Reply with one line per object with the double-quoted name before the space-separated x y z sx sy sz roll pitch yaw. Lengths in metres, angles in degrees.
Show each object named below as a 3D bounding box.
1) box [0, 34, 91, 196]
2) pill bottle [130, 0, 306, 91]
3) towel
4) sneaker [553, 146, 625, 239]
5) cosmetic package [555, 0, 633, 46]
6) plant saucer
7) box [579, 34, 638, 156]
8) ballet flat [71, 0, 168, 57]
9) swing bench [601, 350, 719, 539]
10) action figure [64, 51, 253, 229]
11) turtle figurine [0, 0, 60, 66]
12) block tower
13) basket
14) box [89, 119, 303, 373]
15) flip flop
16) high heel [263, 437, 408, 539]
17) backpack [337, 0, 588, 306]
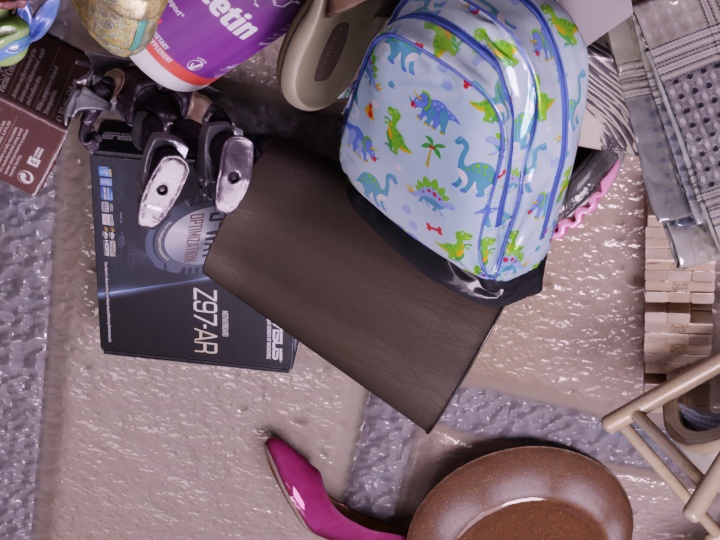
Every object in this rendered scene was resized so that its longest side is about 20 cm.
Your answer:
"box" -0.300 -0.148 1.373 0.199 0.101 0.075 25 127 -13
"pill bottle" -0.073 -0.212 1.280 0.199 0.113 0.113 -30 118 27
"towel" 0.274 -0.114 1.266 0.198 0.035 0.194 -18 91 1
"sneaker" 0.100 -0.061 1.405 0.199 0.079 0.096 -28 108 25
"cosmetic package" 0.103 -0.245 1.210 0.106 0.090 0.202 16 127 41
"plant saucer" 0.139 0.240 1.620 0.198 0.037 0.202 -4 124 -6
"box" 0.166 -0.134 1.333 0.198 0.069 0.083 9 128 1
"ballet flat" -0.177 -0.206 1.250 0.070 0.200 0.071 -15 132 -17
"swing bench" 0.327 0.130 1.443 0.200 0.130 0.199 -43 129 1
"action figure" -0.139 -0.098 1.334 0.129 0.200 0.070 4 114 -21
"turtle figurine" -0.290 -0.224 1.254 0.143 0.199 0.195 -16 95 52
"block tower" 0.242 0.017 1.449 0.057 0.054 0.201 1 127 7
"basket" 0.000 0.000 1.353 0.199 0.136 0.181 29 140 1
"box" -0.126 -0.016 1.484 0.159 0.044 0.201 6 128 3
"flip flop" 0.002 -0.178 1.209 0.081 0.058 0.201 -4 133 -36
"high heel" -0.002 0.202 1.642 0.096 0.067 0.201 -34 116 -2
"backpack" 0.066 -0.095 1.202 0.163 0.153 0.201 42 124 24
